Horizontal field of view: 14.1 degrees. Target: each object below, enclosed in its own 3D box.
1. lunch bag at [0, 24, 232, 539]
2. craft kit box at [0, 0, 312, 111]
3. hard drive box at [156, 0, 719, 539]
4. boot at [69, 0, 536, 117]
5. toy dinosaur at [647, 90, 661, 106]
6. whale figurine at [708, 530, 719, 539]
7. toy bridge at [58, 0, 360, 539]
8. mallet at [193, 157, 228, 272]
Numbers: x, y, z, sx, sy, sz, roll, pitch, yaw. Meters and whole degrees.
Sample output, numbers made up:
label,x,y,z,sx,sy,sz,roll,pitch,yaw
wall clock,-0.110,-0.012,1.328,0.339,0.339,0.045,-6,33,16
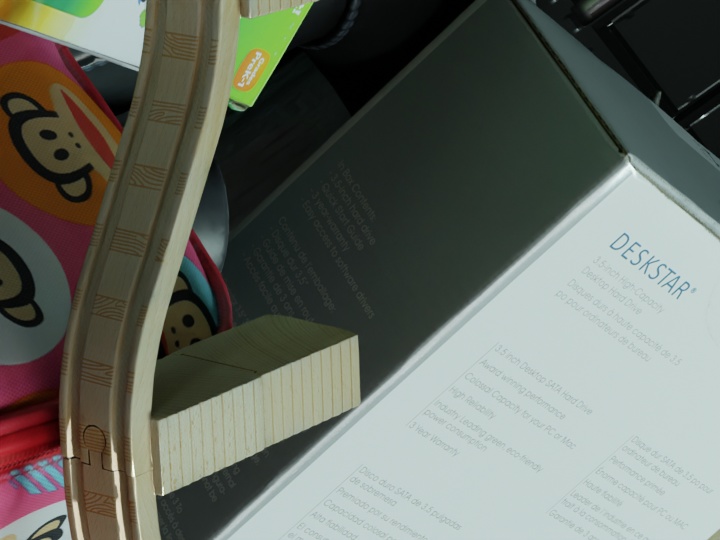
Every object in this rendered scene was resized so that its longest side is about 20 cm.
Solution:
label,x,y,z,sx,sy,sz,roll,pitch,yaw
lunch bag,-0.141,-0.018,0.598,0.176,0.200,0.082,-17,152,-47
craft kit box,-0.028,-0.140,0.568,0.201,0.048,0.197,-59,154,7
hard drive box,0.022,0.042,0.795,0.200,0.077,0.156,-42,139,12
boot,-0.036,-0.066,0.760,0.162,0.074,0.199,-21,148,-12
toy dinosaur,0.000,0.000,0.879,0.200,0.102,0.077,-48,138,14
whale figurine,0.065,0.086,1.007,0.200,0.159,0.104,-54,-175,6
toy bridge,-0.029,0.026,0.575,0.067,0.027,0.201,-22,116,-47
mallet,-0.107,0.009,0.787,0.066,0.041,0.200,2,163,-32
